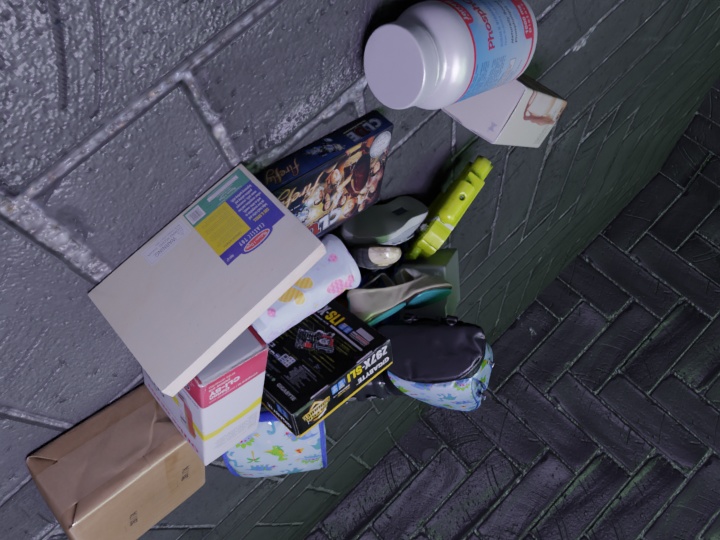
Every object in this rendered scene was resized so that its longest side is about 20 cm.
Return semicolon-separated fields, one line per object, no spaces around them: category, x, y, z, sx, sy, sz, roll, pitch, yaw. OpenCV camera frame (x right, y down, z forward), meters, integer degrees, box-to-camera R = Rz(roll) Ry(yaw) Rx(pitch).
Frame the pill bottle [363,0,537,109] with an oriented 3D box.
pill bottle;0.100;-0.241;0.639;0.199;0.109;0.109;-31;154;-38

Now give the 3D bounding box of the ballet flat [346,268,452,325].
ballet flat;0.057;0.029;0.850;0.199;0.070;0.070;-15;143;-42

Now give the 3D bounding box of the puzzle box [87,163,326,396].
puzzle box;-0.146;0.003;0.564;0.200;0.133;0.025;-43;158;-10

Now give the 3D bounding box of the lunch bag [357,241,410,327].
lunch bag;0.051;0.044;1.049;0.151;0.093;0.202;65;41;-57

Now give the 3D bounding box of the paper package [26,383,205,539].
paper package;-0.303;0.264;0.763;0.190;0.103;0.201;-34;155;-33

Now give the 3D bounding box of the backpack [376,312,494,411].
backpack;0.128;0.144;0.894;0.200;0.161;0.156;13;77;-70

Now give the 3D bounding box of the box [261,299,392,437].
box;-0.082;0.101;0.762;0.159;0.199;0.050;-33;135;-29

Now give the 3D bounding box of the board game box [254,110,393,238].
board game box;-0.049;-0.096;0.710;0.199;0.035;0.136;-35;156;-28

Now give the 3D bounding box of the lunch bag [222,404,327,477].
lunch bag;-0.141;0.263;0.961;0.168;0.129;0.200;-6;155;-5

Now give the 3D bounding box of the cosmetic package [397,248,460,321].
cosmetic package;0.124;0.027;1.022;0.200;0.089;0.108;-27;115;-70

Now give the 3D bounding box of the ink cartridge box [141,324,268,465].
ink cartridge box;-0.182;0.108;0.658;0.083;0.145;0.201;-31;154;-32

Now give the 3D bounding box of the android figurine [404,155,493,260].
android figurine;0.140;-0.097;0.964;0.201;0.041;0.182;-53;-176;0

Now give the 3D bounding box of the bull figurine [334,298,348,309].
bull figurine;-0.086;0.108;0.852;0.199;0.121;0.066;-31;129;-14

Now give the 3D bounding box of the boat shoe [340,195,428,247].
boat shoe;0.035;-0.058;0.886;0.200;0.070;0.072;-25;145;-51

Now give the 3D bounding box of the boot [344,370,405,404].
boot;-0.001;0.188;1.022;0.165;0.198;0.066;66;24;-55

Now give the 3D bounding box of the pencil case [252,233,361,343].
pencil case;-0.096;0.032;0.741;0.199;0.084;0.091;-33;177;-27

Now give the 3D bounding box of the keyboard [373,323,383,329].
keyboard;-0.022;0.145;0.933;0.199;0.040;0.104;-28;157;24

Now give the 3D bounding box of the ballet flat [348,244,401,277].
ballet flat;0.000;0.000;0.823;0.066;0.058;0.200;7;166;-26

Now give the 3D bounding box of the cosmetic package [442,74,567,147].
cosmetic package;0.218;-0.246;0.865;0.199;0.103;0.088;-17;142;-55
